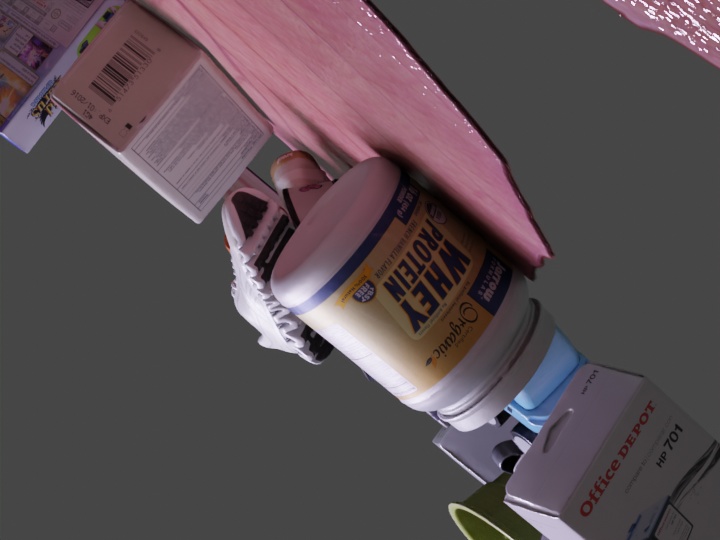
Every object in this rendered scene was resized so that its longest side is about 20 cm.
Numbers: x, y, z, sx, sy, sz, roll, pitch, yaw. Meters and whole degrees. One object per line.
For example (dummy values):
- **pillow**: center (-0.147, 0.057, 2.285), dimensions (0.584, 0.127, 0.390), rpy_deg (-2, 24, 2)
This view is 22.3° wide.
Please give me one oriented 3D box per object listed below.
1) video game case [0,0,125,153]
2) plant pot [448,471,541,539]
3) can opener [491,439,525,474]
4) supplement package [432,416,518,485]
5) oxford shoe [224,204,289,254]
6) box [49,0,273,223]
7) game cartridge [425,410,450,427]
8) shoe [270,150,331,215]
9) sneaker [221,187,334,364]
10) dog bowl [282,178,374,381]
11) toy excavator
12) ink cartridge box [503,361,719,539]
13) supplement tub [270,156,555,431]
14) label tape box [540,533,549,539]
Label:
- **video game case**: center (-0.342, -0.235, 1.865), dimensions (0.200, 0.181, 0.045), rpy_deg (36, 176, 45)
- **plant pot**: center (0.230, 0.247, 1.944), dimensions (0.200, 0.190, 0.200), rpy_deg (41, 167, 12)
- **can opener**: center (0.217, 0.181, 1.803), dimensions (0.200, 0.053, 0.067), rpy_deg (0, -146, -39)
- **supplement package**: center (0.203, 0.203, 2.128), dimensions (0.191, 0.147, 0.200), rpy_deg (38, 177, 3)
- **oxford shoe**: center (-0.085, -0.007, 1.848), dimensions (0.073, 0.071, 0.200), rpy_deg (61, 177, -29)
- **box**: center (-0.191, -0.154, 1.793), dimensions (0.109, 0.128, 0.200), rpy_deg (37, 176, 25)
- **game cartridge**: center (0.053, 0.052, 1.886), dimensions (0.200, 0.130, 0.038), rpy_deg (40, 176, -9)
- **shoe**: center (-0.034, -0.052, 1.902), dimensions (0.200, 0.070, 0.053), rpy_deg (47, -168, -53)
- **sneaker**: center (-0.092, 0.008, 1.703), dimensions (0.081, 0.075, 0.200), rpy_deg (6, 135, 34)
- **dog bowl**: center (0.000, 0.000, 1.723), dimensions (0.200, 0.074, 0.201), rpy_deg (-24, -90, -88)
- **toy excavator**: center (0.125, 0.054, 1.651), dimensions (0.194, 0.100, 0.200), rpy_deg (37, 163, 34)
- **ink cartridge box**: center (0.241, 0.195, 1.565), dimensions (0.200, 0.147, 0.086), rpy_deg (41, 166, -29)
- **supplement tub**: center (0.044, 0.021, 1.463), dimensions (0.200, 0.145, 0.144), rpy_deg (39, 177, -14)
- **label tape box**: center (0.220, 0.222, 1.686), dimensions (0.063, 0.201, 0.144), rpy_deg (17, 169, 19)
